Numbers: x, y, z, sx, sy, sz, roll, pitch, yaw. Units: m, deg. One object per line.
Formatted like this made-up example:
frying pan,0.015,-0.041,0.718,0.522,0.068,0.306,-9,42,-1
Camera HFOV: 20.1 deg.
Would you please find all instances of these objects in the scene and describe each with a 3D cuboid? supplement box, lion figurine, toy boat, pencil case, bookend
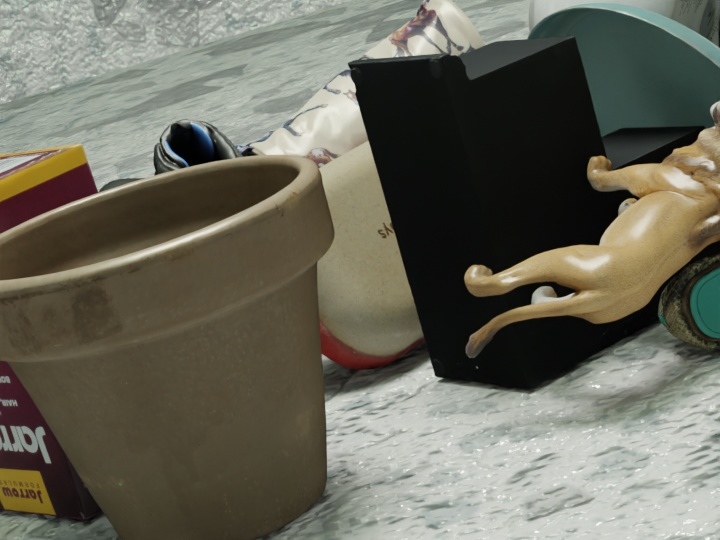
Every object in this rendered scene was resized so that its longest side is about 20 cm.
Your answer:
supplement box,-0.193,0.036,1.182,0.110,0.200,0.086,-3,20,46
lion figurine,0.152,-0.016,1.099,0.122,0.072,0.200,7,48,51
toy boat,0.000,0.000,1.334,0.200,0.131,0.131,-31,-9,-46
pencil case,0.004,-0.111,1.429,0.200,0.078,0.089,-40,50,-16
bookend,0.118,-0.060,1.209,0.199,0.200,0.092,-26,17,-32

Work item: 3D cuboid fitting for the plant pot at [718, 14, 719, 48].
plant pot,0.330,-0.117,1.276,0.200,0.200,0.174,-13,31,14

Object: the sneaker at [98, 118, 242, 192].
sneaker,-0.126,-0.061,1.396,0.073,0.112,0.200,-34,36,-28

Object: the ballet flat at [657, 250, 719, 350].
ballet flat,0.257,-0.011,1.150,0.200,0.068,0.075,-22,5,-8

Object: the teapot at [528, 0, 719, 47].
teapot,0.179,-0.188,1.388,0.146,0.198,0.200,21,45,28

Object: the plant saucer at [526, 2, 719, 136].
plant saucer,0.190,-0.093,1.265,0.027,0.200,0.200,-49,28,-24

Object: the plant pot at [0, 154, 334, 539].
plant pot,-0.094,0.051,1.063,0.200,0.175,0.200,-15,13,4
